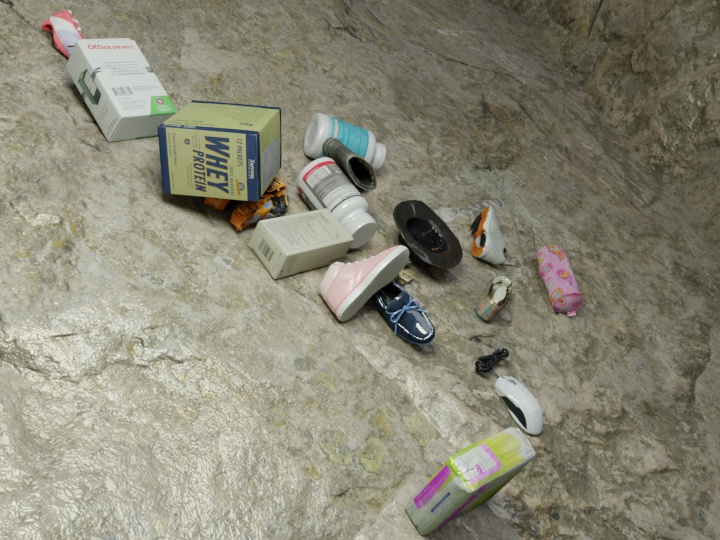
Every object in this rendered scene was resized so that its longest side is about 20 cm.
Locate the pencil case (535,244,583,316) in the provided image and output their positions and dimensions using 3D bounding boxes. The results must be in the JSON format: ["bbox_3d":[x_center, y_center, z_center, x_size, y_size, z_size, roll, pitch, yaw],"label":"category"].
[{"bbox_3d":[0.524,0.024,1.918,0.086,0.088,0.202,17,39,-22],"label":"pencil case"}]

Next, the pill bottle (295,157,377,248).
[{"bbox_3d":[-0.051,-0.149,1.631,0.110,0.111,0.201,-11,55,-45],"label":"pill bottle"}]

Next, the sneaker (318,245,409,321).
[{"bbox_3d":[0.000,0.000,1.464,0.200,0.076,0.105,-43,62,-10],"label":"sneaker"}]

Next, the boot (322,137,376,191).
[{"bbox_3d":[-0.003,-0.230,1.705,0.181,0.073,0.200,39,-1,-33],"label":"boot"}]

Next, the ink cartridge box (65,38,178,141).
[{"bbox_3d":[-0.504,-0.383,1.532,0.145,0.084,0.201,-20,75,-49],"label":"ink cartridge box"}]

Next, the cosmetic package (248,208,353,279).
[{"bbox_3d":[-0.121,-0.058,1.503,0.199,0.071,0.105,-14,56,-46],"label":"cosmetic package"}]

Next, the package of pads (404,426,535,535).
[{"bbox_3d":[0.186,0.345,1.206,0.198,0.155,0.068,-10,53,-45],"label":"package of pads"}]

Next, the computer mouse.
[{"bbox_3d":[0.324,0.250,1.524,0.109,0.044,0.201,-6,51,-44],"label":"computer mouse"}]

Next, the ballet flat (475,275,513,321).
[{"bbox_3d":[0.333,0.054,1.738,0.068,0.068,0.200,36,35,2],"label":"ballet flat"}]

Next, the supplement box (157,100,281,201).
[{"bbox_3d":[-0.275,-0.245,1.462,0.197,0.136,0.200,5,27,6],"label":"supplement box"}]

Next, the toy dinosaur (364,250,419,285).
[{"bbox_3d":[0.068,0.007,1.592,0.101,0.058,0.199,44,18,23],"label":"toy dinosaur"}]

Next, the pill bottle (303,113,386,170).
[{"bbox_3d":[-0.037,-0.315,1.835,0.198,0.111,0.112,15,39,-24],"label":"pill bottle"}]

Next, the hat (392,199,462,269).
[{"bbox_3d":[0.142,-0.068,1.720,0.199,0.081,0.202,22,45,-23],"label":"hat"}]

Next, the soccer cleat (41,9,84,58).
[{"bbox_3d":[-0.639,-0.495,1.621,0.076,0.067,0.201,-30,74,-11],"label":"soccer cleat"}]

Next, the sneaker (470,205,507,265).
[{"bbox_3d":[0.346,-0.086,1.920,0.091,0.076,0.201,32,42,-16],"label":"sneaker"}]

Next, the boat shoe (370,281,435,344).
[{"bbox_3d":[0.071,0.075,1.491,0.199,0.069,0.084,38,71,21],"label":"boat shoe"}]

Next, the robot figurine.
[{"bbox_3d":[-0.231,-0.160,1.543,0.144,0.059,0.200,37,36,8],"label":"robot figurine"}]
